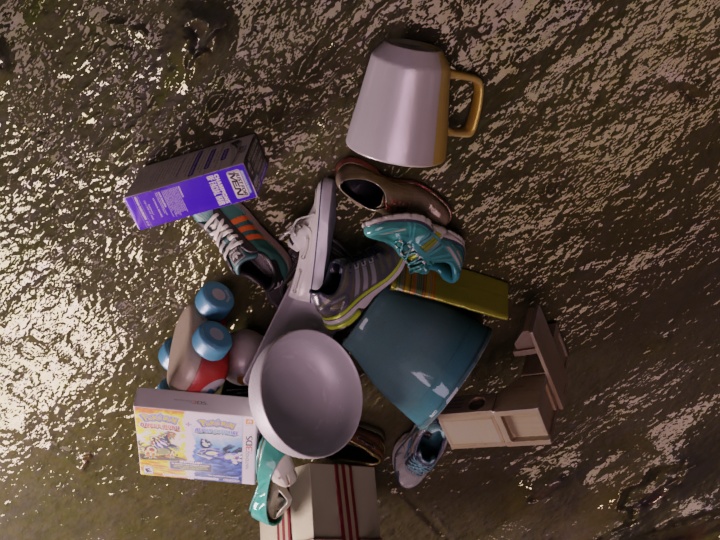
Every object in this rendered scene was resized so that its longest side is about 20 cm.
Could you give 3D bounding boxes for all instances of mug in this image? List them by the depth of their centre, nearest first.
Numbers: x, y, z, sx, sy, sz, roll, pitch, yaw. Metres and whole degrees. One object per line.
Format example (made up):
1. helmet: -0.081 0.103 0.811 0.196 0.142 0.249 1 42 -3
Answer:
1. mug: 0.073 -0.249 1.380 0.149 0.186 0.155 23 116 29

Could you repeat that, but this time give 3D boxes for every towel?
1. towel: 0.143 0.026 1.547 0.198 0.087 0.018 16 134 -6

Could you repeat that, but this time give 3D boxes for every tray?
1. tray: -0.106 0.114 1.579 0.107 0.022 0.201 27 90 -18

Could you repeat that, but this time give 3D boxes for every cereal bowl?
1. cereal bowl: -0.096 0.198 1.521 0.200 0.201 0.083 44 145 -20

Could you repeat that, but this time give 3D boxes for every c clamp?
1. c clamp: -0.068 0.031 1.605 0.170 0.027 0.201 28 120 -6

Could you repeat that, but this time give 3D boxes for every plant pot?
1. plant pot: 0.081 0.120 1.558 0.187 0.200 0.201 36 118 1

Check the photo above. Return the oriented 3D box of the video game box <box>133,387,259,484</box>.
1. video game box: -0.264 0.273 1.568 0.198 0.047 0.183 5 130 -1

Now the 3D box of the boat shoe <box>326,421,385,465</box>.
1. boat shoe: -0.051 0.303 1.738 0.198 0.068 0.073 10 121 -1

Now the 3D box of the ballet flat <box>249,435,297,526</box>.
1. ballet flat: -0.138 0.349 1.597 0.070 0.067 0.201 27 127 21

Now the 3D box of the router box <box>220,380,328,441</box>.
1. router box: -0.143 0.228 1.653 0.198 0.150 0.051 -2 121 6

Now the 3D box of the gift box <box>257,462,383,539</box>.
1. gift box: -0.070 0.446 1.694 0.183 0.189 0.199 10 156 -35

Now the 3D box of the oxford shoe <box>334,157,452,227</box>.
1. oxford shoe: 0.049 -0.104 1.482 0.198 0.075 0.071 20 118 -9

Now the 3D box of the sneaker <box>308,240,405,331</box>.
1. sneaker: 0.000 0.000 1.500 0.200 0.074 0.081 -50 125 -18

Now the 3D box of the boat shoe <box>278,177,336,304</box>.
1. boat shoe: -0.088 -0.050 1.517 0.085 0.075 0.204 9 109 5

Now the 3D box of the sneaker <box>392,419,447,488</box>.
1. sneaker: 0.107 0.327 1.730 0.077 0.087 0.201 18 120 -5

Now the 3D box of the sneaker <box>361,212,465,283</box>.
1. sneaker: 0.088 -0.036 1.473 0.199 0.080 0.077 19 157 -34

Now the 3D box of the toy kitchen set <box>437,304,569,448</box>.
1. toy kitchen set: 0.227 0.158 1.569 0.179 0.201 0.164 -9 123 28

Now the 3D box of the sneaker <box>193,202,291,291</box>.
1. sneaker: -0.195 -0.046 1.528 0.200 0.080 0.071 40 118 -12

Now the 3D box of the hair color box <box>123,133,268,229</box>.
1. hair color box: -0.249 -0.136 1.467 0.198 0.110 0.065 -16 119 14

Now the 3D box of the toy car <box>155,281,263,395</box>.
1. toy car: -0.217 0.153 1.614 0.199 0.178 0.185 22 127 -23
